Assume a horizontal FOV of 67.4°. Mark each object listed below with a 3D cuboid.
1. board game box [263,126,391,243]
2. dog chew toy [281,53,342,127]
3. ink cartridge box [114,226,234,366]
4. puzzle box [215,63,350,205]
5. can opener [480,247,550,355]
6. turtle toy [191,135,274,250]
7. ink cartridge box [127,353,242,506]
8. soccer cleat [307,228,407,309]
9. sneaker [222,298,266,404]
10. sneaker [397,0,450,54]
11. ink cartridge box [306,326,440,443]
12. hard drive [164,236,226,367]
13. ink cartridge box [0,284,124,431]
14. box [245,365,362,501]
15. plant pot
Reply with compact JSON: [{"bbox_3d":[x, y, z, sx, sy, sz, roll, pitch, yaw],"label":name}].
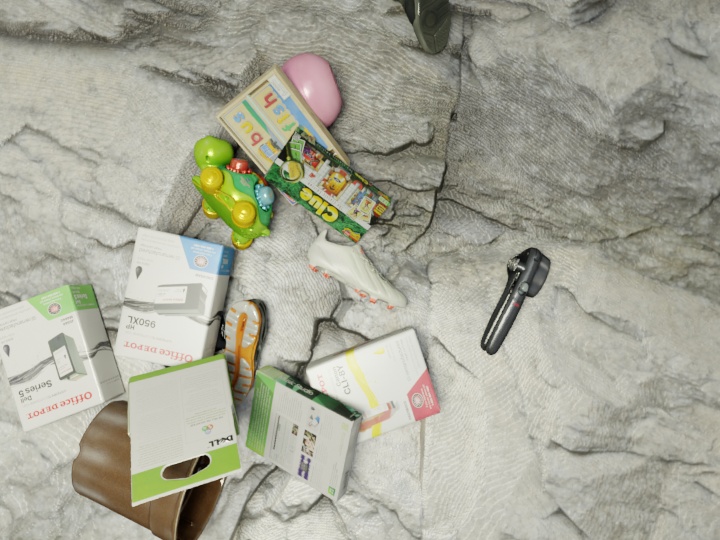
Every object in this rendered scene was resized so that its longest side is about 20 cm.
[{"bbox_3d":[-0.054,-0.138,0.907,0.197,0.024,0.105,34,124,-18],"label":"board game box"},{"bbox_3d":[-0.132,-0.283,0.920,0.195,0.124,0.128,-20,88,6],"label":"dog chew toy"},{"bbox_3d":[-0.299,0.047,0.877,0.140,0.084,0.207,11,89,-2],"label":"ink cartridge box"},{"bbox_3d":[-0.124,-0.215,0.886,0.131,0.026,0.200,-28,123,22],"label":"puzzle box"},{"bbox_3d":[0.265,0.054,0.940,0.077,0.063,0.204,29,88,0],"label":"can opener"},{"bbox_3d":[-0.216,-0.138,0.911,0.101,0.146,0.200,-42,88,-22],"label":"turtle toy"},{"bbox_3d":[-0.246,0.233,0.763,0.143,0.077,0.202,-12,43,-14],"label":"ink cartridge box"},{"bbox_3d":[0.000,0.000,0.937,0.196,0.069,0.079,28,85,3],"label":"soccer cleat"},{"bbox_3d":[-0.202,0.141,0.928,0.076,0.077,0.205,22,106,5],"label":"sneaker"},{"bbox_3d":[0.093,-0.488,0.956,0.075,0.114,0.202,-33,116,-7],"label":"sneaker"},{"bbox_3d":[0.020,0.199,0.921,0.195,0.083,0.149,-20,88,-1],"label":"ink cartridge box"},{"bbox_3d":[-0.317,0.056,0.940,0.131,0.042,0.206,-17,88,-1],"label":"hard drive"},{"bbox_3d":[-0.509,0.144,0.913,0.142,0.084,0.206,-19,89,-2],"label":"ink cartridge box"},{"bbox_3d":[-0.098,0.262,0.883,0.196,0.036,0.149,20,107,25],"label":"box"},{"bbox_3d":[-0.331,0.312,0.868,0.192,0.200,0.206,15,88,8],"label":"plant pot"}]
